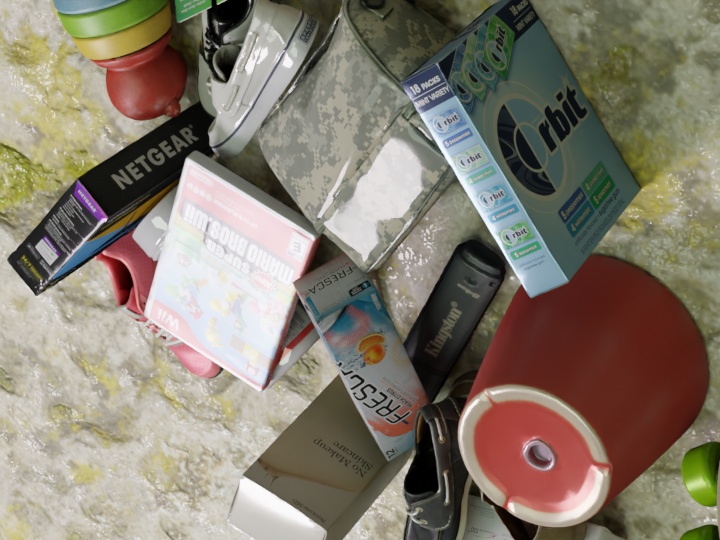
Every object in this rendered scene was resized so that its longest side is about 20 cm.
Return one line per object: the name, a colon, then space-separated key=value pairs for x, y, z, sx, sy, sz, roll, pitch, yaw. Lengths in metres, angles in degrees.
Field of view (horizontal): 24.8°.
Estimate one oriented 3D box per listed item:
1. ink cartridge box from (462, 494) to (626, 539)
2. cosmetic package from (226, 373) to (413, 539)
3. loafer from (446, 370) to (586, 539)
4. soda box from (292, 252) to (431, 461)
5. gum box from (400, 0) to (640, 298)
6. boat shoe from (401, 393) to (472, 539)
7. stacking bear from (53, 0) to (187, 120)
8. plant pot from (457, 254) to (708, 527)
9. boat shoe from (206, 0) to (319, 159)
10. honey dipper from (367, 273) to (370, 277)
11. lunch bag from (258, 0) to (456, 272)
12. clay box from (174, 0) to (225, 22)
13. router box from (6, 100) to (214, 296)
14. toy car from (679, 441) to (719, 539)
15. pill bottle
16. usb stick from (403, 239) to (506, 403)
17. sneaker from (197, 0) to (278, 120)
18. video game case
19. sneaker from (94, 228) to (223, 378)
ink cartridge box: x=0.134 y=0.317 z=1.579 sx=0.198 sy=0.177 sz=0.084 roll=10 pitch=167 yaw=29
cosmetic package: x=-0.031 y=0.193 z=1.596 sx=0.103 sy=0.200 sz=0.073 roll=30 pitch=129 yaw=13
loafer: x=0.139 y=0.177 z=1.523 sx=0.076 sy=0.067 sz=0.201 roll=-46 pitch=62 yaw=23
soda box: x=0.008 y=0.080 z=1.494 sx=0.069 sy=0.063 sz=0.201 roll=56 pitch=174 yaw=49
gum box: x=0.134 y=-0.106 z=1.322 sx=0.044 sy=0.170 sz=0.201 roll=-25 pitch=102 yaw=39
boat shoe: x=0.063 y=0.203 z=1.521 sx=0.072 sy=0.067 sz=0.202 roll=45 pitch=133 yaw=42
stacking bear: x=-0.221 y=-0.235 z=1.522 sx=0.120 sy=0.114 sz=0.201 roll=0 pitch=122 yaw=33
plant pot: x=0.184 y=0.115 z=1.422 sx=0.199 sy=0.177 sz=0.202 roll=16 pitch=125 yaw=24
boat shoe: x=-0.103 y=-0.169 z=1.438 sx=0.065 sy=0.072 sz=0.200 roll=27 pitch=150 yaw=-12
honey dipper: x=0.000 y=0.000 z=1.566 sx=0.038 sy=0.038 sz=0.202 roll=6 pitch=122 yaw=30
lunch bag: x=0.015 y=-0.129 z=1.406 sx=0.167 sy=0.139 sz=0.200 roll=41 pitch=132 yaw=0
clay box: x=-0.151 y=-0.326 z=1.400 sx=0.114 sy=0.047 sz=0.202 roll=-18 pitch=79 yaw=39
router box: x=-0.229 y=-0.071 z=1.561 sx=0.051 sy=0.200 sz=0.149 roll=49 pitch=132 yaw=-1
toy car: x=0.400 y=0.223 z=1.408 sx=0.199 sy=0.159 sz=0.164 roll=31 pitch=141 yaw=-26
pill bottle: x=-0.121 y=0.007 z=1.597 sx=0.200 sy=0.114 sz=0.114 roll=46 pitch=132 yaw=0
usb stick: x=0.079 y=0.053 z=1.549 sx=0.055 sy=0.033 sz=0.201 roll=36 pitch=131 yaw=10
sneaker: x=-0.121 y=-0.216 z=1.484 sx=0.073 sy=0.080 sz=0.201 roll=28 pitch=131 yaw=13
video game case: x=-0.121 y=0.004 z=1.507 sx=0.142 sy=0.017 sz=0.201 roll=31 pitch=130 yaw=13
sneaker: x=-0.215 y=0.037 z=1.695 sx=0.073 sy=0.087 sz=0.201 roll=-19 pitch=106 yaw=40
